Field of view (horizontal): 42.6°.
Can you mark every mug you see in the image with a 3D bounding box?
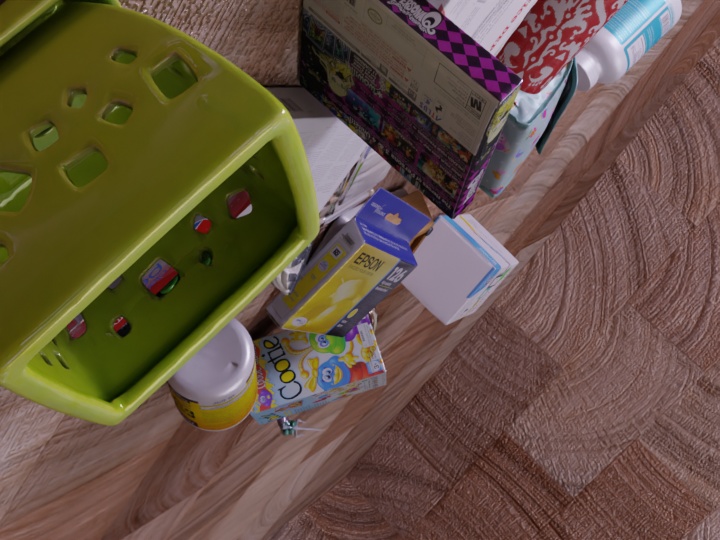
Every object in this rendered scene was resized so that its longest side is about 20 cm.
[{"bbox_3d":[0.215,-0.327,1.073,0.200,0.177,0.134,-50,-157,34],"label":"mug"}]

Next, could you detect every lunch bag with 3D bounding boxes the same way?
[{"bbox_3d":[0.220,-0.229,1.300,0.200,0.122,0.171,-47,167,-32],"label":"lunch bag"}]

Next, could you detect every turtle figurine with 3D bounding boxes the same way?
[{"bbox_3d":[-0.112,0.206,1.586,0.150,0.100,0.200,-60,152,-5],"label":"turtle figurine"}]

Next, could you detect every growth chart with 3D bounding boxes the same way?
[{"bbox_3d":[0.013,-0.137,1.154,0.144,0.018,0.200,-29,158,-49],"label":"growth chart"}]

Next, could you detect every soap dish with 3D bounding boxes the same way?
[{"bbox_3d":[0.012,-0.026,1.331,0.200,0.081,0.158,-28,157,-53],"label":"soap dish"}]

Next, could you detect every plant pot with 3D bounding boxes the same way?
[{"bbox_3d":[-0.159,-0.047,0.551,0.199,0.181,0.200,-44,166,-10],"label":"plant pot"}]

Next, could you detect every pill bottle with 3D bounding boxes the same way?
[{"bbox_3d":[-0.183,0.133,1.143,0.109,0.109,0.200,-41,165,-19],"label":"pill bottle"},{"bbox_3d":[0.400,-0.371,1.448,0.200,0.111,0.111,-43,166,-11],"label":"pill bottle"}]

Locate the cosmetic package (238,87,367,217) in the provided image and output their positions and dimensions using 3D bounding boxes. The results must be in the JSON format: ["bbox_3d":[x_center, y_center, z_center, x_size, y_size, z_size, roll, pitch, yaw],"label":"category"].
[{"bbox_3d":[-0.071,-0.108,0.915,0.151,0.052,0.200,-55,164,24],"label":"cosmetic package"}]

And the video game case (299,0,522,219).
[{"bbox_3d":[0.030,-0.156,0.767,0.036,0.200,0.182,-42,165,-22],"label":"video game case"}]

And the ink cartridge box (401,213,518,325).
[{"bbox_3d":[0.185,-0.007,1.763,0.147,0.146,0.200,-50,166,18],"label":"ink cartridge box"}]

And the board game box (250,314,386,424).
[{"bbox_3d":[-0.071,0.139,1.342,0.198,0.104,0.105,-17,163,-4],"label":"board game box"}]

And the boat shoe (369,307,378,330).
[{"bbox_3d":[-0.016,0.106,1.672,0.075,0.075,0.203,-52,180,-42],"label":"boat shoe"}]

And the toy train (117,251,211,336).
[{"bbox_3d":[-0.171,0.012,0.853,0.199,0.042,0.057,-28,-144,27],"label":"toy train"}]

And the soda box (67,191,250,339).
[{"bbox_3d":[-0.188,-0.022,0.783,0.200,0.063,0.070,-44,165,-7],"label":"soda box"}]

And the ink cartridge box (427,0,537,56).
[{"bbox_3d":[0.089,-0.264,0.879,0.147,0.083,0.200,-52,165,26],"label":"ink cartridge box"}]

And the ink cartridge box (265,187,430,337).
[{"bbox_3d":[0.000,0.000,1.158,0.200,0.047,0.197,-43,159,12],"label":"ink cartridge box"}]

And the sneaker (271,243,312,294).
[{"bbox_3d":[-0.094,-0.032,1.023,0.200,0.079,0.078,-73,-177,-81],"label":"sneaker"}]
